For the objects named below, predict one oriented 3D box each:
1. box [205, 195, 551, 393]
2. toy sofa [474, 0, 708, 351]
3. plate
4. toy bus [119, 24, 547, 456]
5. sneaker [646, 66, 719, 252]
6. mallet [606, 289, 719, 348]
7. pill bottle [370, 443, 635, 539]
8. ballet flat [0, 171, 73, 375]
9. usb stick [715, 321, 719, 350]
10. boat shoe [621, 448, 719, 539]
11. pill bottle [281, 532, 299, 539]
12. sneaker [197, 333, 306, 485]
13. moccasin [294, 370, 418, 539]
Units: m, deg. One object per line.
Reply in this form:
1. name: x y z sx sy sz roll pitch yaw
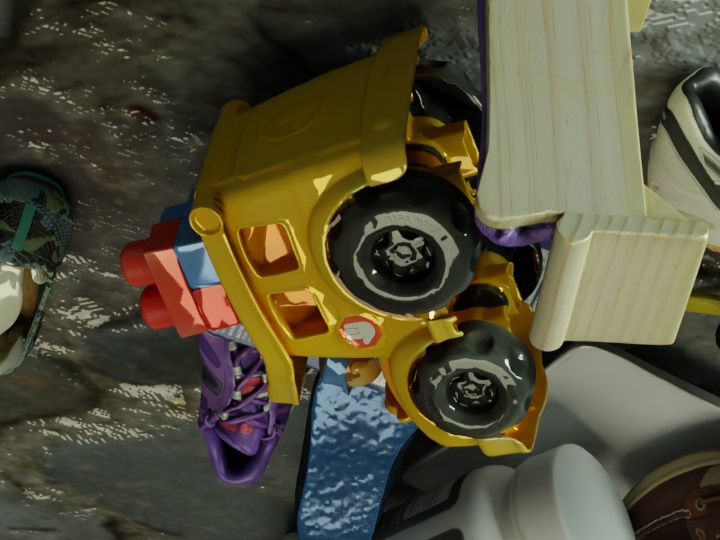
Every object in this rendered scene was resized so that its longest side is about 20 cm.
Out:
1. box: 0.000 0.000 1.130 0.199 0.032 0.122 19 111 -17
2. toy sofa: 0.092 -0.069 0.923 0.097 0.201 0.083 2 145 -3
3. plate: 0.159 0.114 1.298 0.199 0.033 0.200 25 140 -21
4. toy bus: -0.013 0.005 1.050 0.191 0.136 0.201 -16 122 16
5. sneaker: 0.232 -0.036 1.012 0.199 0.076 0.088 19 139 18
6. mallet: 0.224 0.029 1.172 0.198 0.041 0.066 13 142 -14
7. pill bottle: 0.063 0.189 1.283 0.199 0.114 0.114 -27 132 27
8. ballet flat: -0.217 0.022 1.214 0.074 0.075 0.200 14 143 -9
9. usb stick: 0.287 0.054 1.142 0.198 0.056 0.033 11 111 -17
10. boat shoe: 0.228 0.149 1.246 0.199 0.072 0.072 -28 131 37
11. pill bottle: 0.038 0.244 1.428 0.198 0.113 0.113 7 144 2
12. sneaker: -0.061 0.057 1.219 0.080 0.084 0.201 5 143 3
13. moccasin: -0.003 0.077 1.235 0.080 0.068 0.201 18 124 -9
